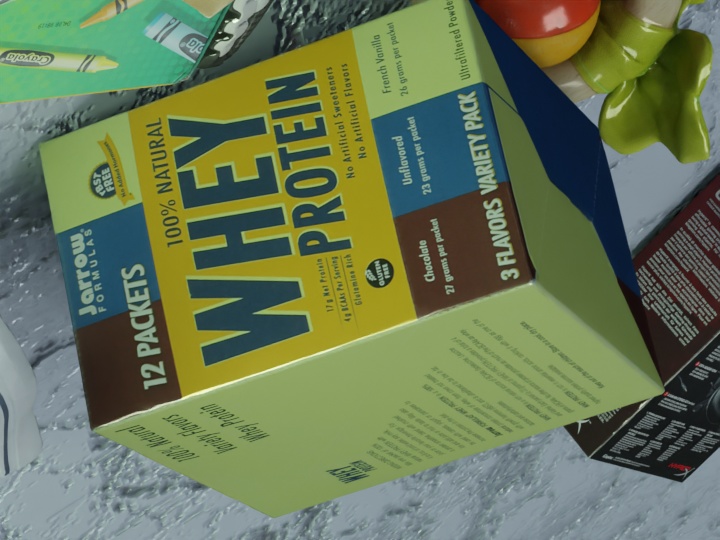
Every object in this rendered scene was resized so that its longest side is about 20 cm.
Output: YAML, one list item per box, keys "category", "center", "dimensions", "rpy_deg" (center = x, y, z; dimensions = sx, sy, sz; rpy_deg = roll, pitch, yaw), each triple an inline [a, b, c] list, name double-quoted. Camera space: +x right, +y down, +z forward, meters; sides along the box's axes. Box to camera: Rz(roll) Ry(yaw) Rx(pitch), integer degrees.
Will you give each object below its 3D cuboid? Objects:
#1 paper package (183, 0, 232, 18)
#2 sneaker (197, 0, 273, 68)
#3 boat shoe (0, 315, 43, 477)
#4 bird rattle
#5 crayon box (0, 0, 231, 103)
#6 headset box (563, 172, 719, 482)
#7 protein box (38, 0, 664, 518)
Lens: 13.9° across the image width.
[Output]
- category: "paper package"
  center: [-0.020, -0.208, 0.873]
  dimensions: [0.103, 0.191, 0.200]
  rpy_deg: [28, 134, -36]
- category: "sneaker"
  center: [-0.025, -0.159, 1.156]
  dimensions: [0.090, 0.067, 0.201]
  rpy_deg: [-17, 144, -34]
- category: "boat shoe"
  center: [-0.182, 0.053, 1.284]
  dimensions: [0.067, 0.074, 0.200]
  rpy_deg: [-35, 155, -14]
- category: "bird rattle"
  center: [0.104, -0.130, 1.344]
  dimensions: [0.162, 0.113, 0.200]
  rpy_deg: [-16, 147, -9]
- category: "crayon box"
  center: [-0.151, -0.115, 1.003]
  dimensions: [0.199, 0.119, 0.058]
  rpy_deg: [-10, 142, -44]
- category: "headset box"
  center: [0.213, 0.027, 1.756]
  dimensions: [0.200, 0.077, 0.149]
  rpy_deg: [-47, 154, 14]
- category: "protein box"
  center: [0.000, 0.000, 1.291]
  dimensions: [0.199, 0.136, 0.198]
  rpy_deg: [-19, 159, 16]
